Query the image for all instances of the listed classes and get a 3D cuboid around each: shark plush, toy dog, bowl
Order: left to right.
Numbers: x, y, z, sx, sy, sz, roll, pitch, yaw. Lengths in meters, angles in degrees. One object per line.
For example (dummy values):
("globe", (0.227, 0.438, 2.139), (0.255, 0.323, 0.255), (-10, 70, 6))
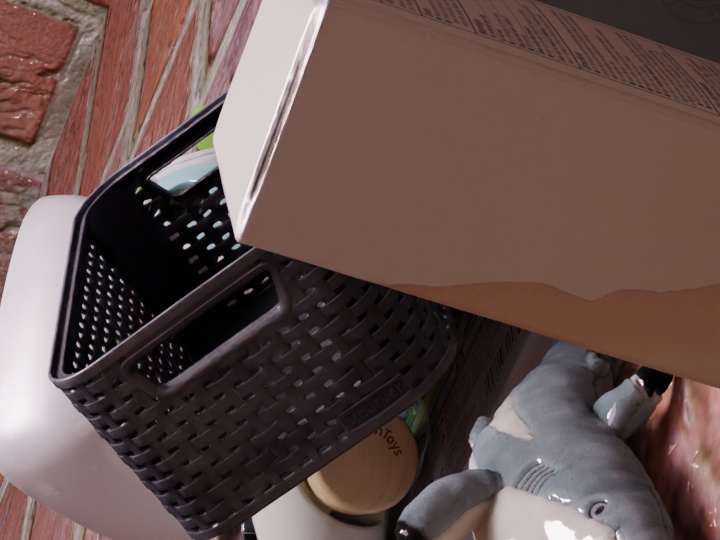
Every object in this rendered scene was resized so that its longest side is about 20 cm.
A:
("bowl", (-0.132, 0.062, 1.518), (0.074, 0.199, 0.201), (-12, 59, 38))
("toy dog", (-0.039, 0.139, 1.091), (0.132, 0.096, 0.201), (119, 161, -60))
("shark plush", (0.090, 0.066, 0.891), (0.083, 0.091, 0.200), (-42, 6, 29))

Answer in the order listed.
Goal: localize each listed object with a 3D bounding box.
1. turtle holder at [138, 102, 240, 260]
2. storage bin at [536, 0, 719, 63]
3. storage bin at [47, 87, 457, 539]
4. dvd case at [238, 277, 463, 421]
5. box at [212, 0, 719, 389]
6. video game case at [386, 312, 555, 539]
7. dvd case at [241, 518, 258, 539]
("turtle holder", (-0.072, -0.021, 1.446), (0.141, 0.131, 0.186), (149, 137, -72))
("storage bin", (0.099, -0.127, 0.856), (0.146, 0.134, 0.201), (-95, 27, -59))
("storage bin", (-0.045, 0.004, 1.021), (0.135, 0.094, 0.200), (-35, 22, 12))
("dvd case", (0.000, 0.000, 1.112), (0.143, 0.018, 0.200), (-38, 20, 6))
("box", (0.063, -0.030, 0.732), (0.095, 0.199, 0.078), (-106, 36, -68))
("video game case", (0.051, 0.036, 1.101), (0.183, 0.022, 0.201), (-94, 24, -57))
("dvd case", (-0.036, 0.077, 1.265), (0.151, 0.025, 0.201), (84, -171, -58))
